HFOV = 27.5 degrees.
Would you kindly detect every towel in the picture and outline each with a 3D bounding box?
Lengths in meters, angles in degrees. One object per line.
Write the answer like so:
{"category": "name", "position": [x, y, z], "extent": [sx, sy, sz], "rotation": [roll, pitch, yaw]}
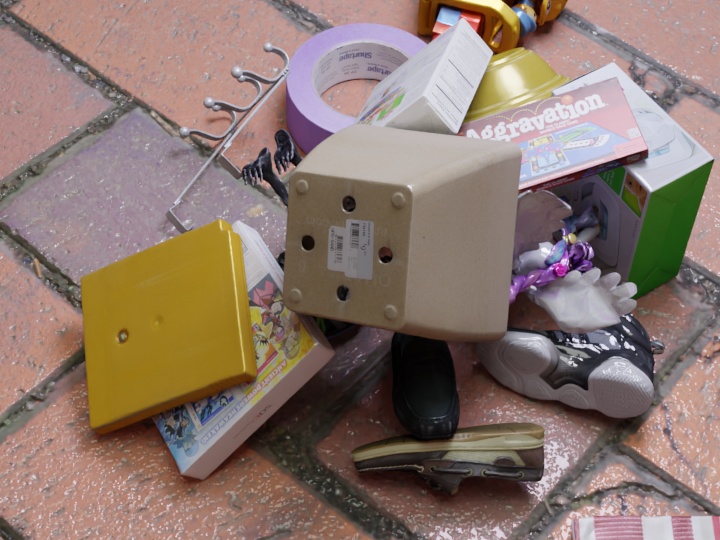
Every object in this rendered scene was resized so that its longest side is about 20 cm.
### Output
{"category": "towel", "position": [0.309, 0.309, 1.439], "extent": [0.197, 0.023, 0.145], "rotation": [1, 53, 0]}

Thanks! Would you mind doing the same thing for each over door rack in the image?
{"category": "over door rack", "position": [-0.163, -0.161, 1.708], "extent": [0.066, 0.148, 0.201], "rotation": [32, 50, -16]}

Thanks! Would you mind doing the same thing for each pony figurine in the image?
{"category": "pony figurine", "position": [0.188, -0.005, 1.555], "extent": [0.167, 0.192, 0.200], "rotation": [53, 34, -8]}

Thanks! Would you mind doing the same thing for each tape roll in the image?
{"category": "tape roll", "position": [0.007, -0.214, 1.815], "extent": [0.198, 0.066, 0.202], "rotation": [2, 51, -2]}

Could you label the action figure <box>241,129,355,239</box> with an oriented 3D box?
{"category": "action figure", "position": [-0.039, -0.068, 1.632], "extent": [0.118, 0.199, 0.103], "rotation": [-24, 48, 37]}

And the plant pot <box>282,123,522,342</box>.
{"category": "plant pot", "position": [0.026, -0.031, 1.438], "extent": [0.198, 0.202, 0.177], "rotation": [10, 11, 28]}

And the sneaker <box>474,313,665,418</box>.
{"category": "sneaker", "position": [0.229, 0.084, 1.586], "extent": [0.198, 0.076, 0.114], "rotation": [17, 43, 17]}

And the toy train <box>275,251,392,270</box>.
{"category": "toy train", "position": [0.000, 0.000, 1.663], "extent": [0.198, 0.034, 0.046], "rotation": [-3, 56, -4]}

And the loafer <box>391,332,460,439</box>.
{"category": "loafer", "position": [0.063, 0.103, 1.520], "extent": [0.067, 0.071, 0.201], "rotation": [-3, 28, -4]}

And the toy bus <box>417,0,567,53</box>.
{"category": "toy bus", "position": [0.165, -0.343, 1.894], "extent": [0.198, 0.136, 0.194], "rotation": [14, 65, 6]}

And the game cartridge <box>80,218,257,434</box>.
{"category": "game cartridge", "position": [-0.201, 0.058, 1.519], "extent": [0.198, 0.032, 0.178], "rotation": [-20, 64, 23]}

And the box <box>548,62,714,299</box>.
{"category": "box", "position": [0.288, -0.096, 1.646], "extent": [0.096, 0.201, 0.177], "rotation": [-26, 58, -22]}

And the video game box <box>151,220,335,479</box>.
{"category": "video game box", "position": [-0.144, 0.081, 1.517], "extent": [0.200, 0.047, 0.183], "rotation": [-43, 54, 13]}

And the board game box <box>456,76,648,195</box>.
{"category": "board game box", "position": [0.193, -0.133, 1.552], "extent": [0.198, 0.020, 0.104], "rotation": [-18, 56, 1]}

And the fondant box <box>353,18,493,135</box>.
{"category": "fondant box", "position": [0.059, -0.179, 1.619], "extent": [0.058, 0.144, 0.201], "rotation": [47, 34, -14]}

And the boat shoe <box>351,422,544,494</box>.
{"category": "boat shoe", "position": [0.090, 0.195, 1.488], "extent": [0.198, 0.073, 0.066], "rotation": [-7, 90, 10]}

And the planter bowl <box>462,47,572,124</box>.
{"category": "planter bowl", "position": [0.163, -0.208, 1.731], "extent": [0.198, 0.084, 0.201], "rotation": [-20, 11, 4]}

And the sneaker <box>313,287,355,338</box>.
{"category": "sneaker", "position": [-0.057, 0.038, 1.588], "extent": [0.198, 0.083, 0.071], "rotation": [-30, 66, -15]}
